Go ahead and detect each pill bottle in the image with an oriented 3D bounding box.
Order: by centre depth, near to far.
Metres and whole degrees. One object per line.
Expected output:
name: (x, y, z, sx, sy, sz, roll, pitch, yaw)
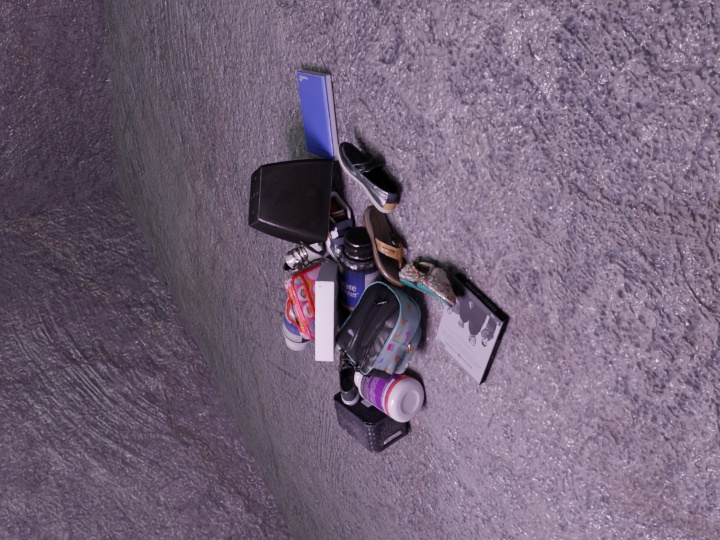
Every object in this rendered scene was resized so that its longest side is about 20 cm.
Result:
pill bottle: (0.000, 0.000, 1.503, 0.111, 0.110, 0.204, 38, 139, 41)
pill bottle: (0.069, 0.309, 1.595, 0.198, 0.111, 0.115, 21, 127, 53)
pill bottle: (-0.192, 0.167, 1.940, 0.112, 0.109, 0.202, 50, 147, 27)

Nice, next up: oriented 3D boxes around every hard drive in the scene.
hard drive: (-0.106, -0.386, 1.509, 0.131, 0.025, 0.205, 30, 134, 49)

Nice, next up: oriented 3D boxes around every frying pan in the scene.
frying pan: (-0.089, -0.031, 1.623, 0.188, 0.031, 0.115, 34, 168, -13)

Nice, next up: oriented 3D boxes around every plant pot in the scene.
plant pot: (-0.187, -0.176, 1.543, 0.199, 0.173, 0.206, 178, 96, -69)

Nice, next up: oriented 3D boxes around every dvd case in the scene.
dvd case: (0.231, 0.127, 1.289, 0.150, 0.024, 0.203, 46, 145, 34)

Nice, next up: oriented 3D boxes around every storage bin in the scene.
storage bin: (0.028, 0.402, 1.701, 0.198, 0.133, 0.096, 22, 128, 52)

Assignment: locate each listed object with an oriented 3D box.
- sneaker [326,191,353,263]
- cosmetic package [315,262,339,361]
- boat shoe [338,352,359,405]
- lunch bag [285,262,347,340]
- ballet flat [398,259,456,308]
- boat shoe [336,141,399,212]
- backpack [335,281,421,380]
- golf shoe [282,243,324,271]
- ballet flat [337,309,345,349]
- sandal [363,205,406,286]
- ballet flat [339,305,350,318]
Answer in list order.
sneaker: (-0.055, -0.105, 1.559, 0.204, 0.077, 0.079, 66, 156, 7)
cosmetic package: (-0.082, 0.100, 1.509, 0.151, 0.050, 0.205, -76, -12, -72)
boat shoe: (-0.031, 0.282, 1.722, 0.203, 0.067, 0.057, -95, -7, -45)
lunch bag: (-0.133, 0.090, 1.722, 0.081, 0.173, 0.205, -2, 109, 61)
ballet flat: (0.147, 0.019, 1.298, 0.075, 0.065, 0.199, 34, 178, -32)
boat shoe: (0.020, -0.222, 1.365, 0.201, 0.074, 0.063, 53, 143, 16)
backpack: (0.057, 0.136, 1.439, 0.176, 0.151, 0.204, 41, 112, 51)
golf shoe: (-0.168, -0.041, 1.780, 0.079, 0.093, 0.200, 62, 149, 11)
ballet flat: (-0.053, 0.179, 1.685, 0.073, 0.073, 0.202, 28, 156, 48)
sandal: (0.068, -0.061, 1.399, 0.054, 0.081, 0.205, -25, 80, 48)
ballet flat: (-0.054, 0.060, 1.639, 0.066, 0.057, 0.202, 27, 150, 37)
